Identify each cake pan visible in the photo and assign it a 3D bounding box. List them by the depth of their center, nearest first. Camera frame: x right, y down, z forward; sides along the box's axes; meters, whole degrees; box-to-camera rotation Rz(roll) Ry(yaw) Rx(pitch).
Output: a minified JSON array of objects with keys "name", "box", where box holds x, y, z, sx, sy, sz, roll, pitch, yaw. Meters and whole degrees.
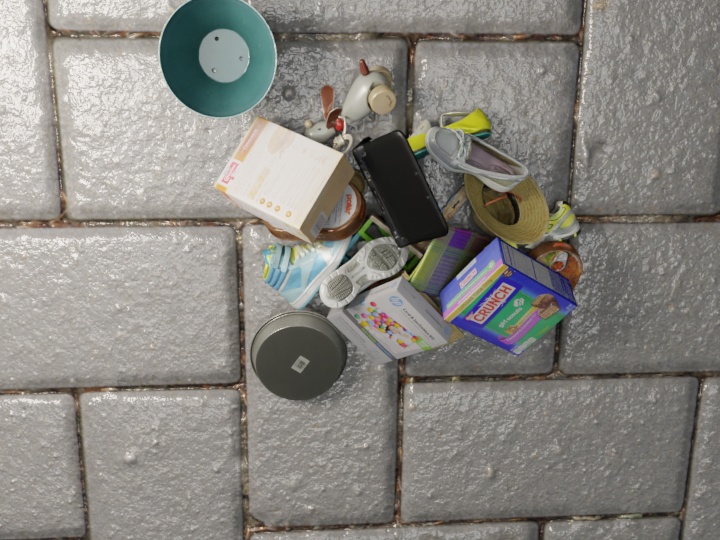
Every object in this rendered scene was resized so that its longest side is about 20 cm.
[{"name":"cake pan","box":[-0.122,0.175,1.610,0.196,0.037,0.203,-2,117,-3]}]

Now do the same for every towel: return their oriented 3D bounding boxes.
[{"name":"towel","box":[0.171,-0.015,1.551,0.199,0.023,0.145,10,112,-51]}]

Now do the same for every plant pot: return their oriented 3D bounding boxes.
[{"name":"plant pot","box":[-0.243,-0.374,1.419,0.196,0.135,0.204,-1,106,-5]}]

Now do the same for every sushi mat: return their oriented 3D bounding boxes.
[{"name":"sushi mat","box":[0.113,0.081,1.594,0.095,0.012,0.200,-24,122,35]}]

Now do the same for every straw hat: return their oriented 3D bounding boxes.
[{"name":"straw hat","box":[0.257,-0.119,1.549,0.199,0.203,0.085,29,142,-12]}]

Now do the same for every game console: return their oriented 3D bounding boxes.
[{"name":"game console","box":[0.080,-0.156,1.470,0.115,0.176,0.202,-22,103,18]}]

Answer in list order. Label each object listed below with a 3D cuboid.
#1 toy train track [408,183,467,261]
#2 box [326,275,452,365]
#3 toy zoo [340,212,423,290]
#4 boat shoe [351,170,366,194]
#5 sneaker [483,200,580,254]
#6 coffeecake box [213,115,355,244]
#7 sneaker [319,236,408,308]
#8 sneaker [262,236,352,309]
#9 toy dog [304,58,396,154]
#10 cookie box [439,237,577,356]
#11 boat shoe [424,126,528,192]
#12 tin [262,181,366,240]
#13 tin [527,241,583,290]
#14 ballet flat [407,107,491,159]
[{"name":"toy train track","box":[0.160,-0.095,1.584,0.114,0.033,0.201,37,98,-13]},{"name":"box","box":[0.055,0.101,1.554,0.198,0.041,0.156,-23,121,42]},{"name":"toy zoo","box":[0.012,0.003,1.591,0.130,0.021,0.201,35,108,-11]},{"name":"boat shoe","box":[-0.077,-0.122,1.539,0.198,0.063,0.074,-26,106,2]},{"name":"sneaker","box":[0.328,-0.075,1.592,0.197,0.075,0.078,-20,94,-8]},{"name":"coffeecake box","box":[-0.136,-0.163,1.444,0.198,0.073,0.155,27,80,24]},{"name":"sneaker","box":[0.000,0.000,1.541,0.198,0.099,0.079,-30,93,-14]},{"name":"sneaker","box":[-0.110,-0.034,1.548,0.130,0.080,0.201,33,99,-19]},{"name":"toy dog","box":[-0.026,-0.308,1.472,0.200,0.132,0.096,-44,127,-2]},{"name":"cookie box","box":[0.277,0.055,1.535,0.198,0.076,0.171,26,126,-26]},{"name":"boat shoe","box":[0.210,-0.207,1.469,0.200,0.065,0.075,27,67,-16]},{"name":"tin","box":[-0.088,-0.112,1.479,0.196,0.042,0.114,0,73,17]},{"name":"tin","box":[0.359,0.025,1.591,0.110,0.042,0.202,4,132,-14]},{"name":"ballet flat","box":[0.148,-0.257,1.531,0.197,0.067,0.068,-18,85,-3]}]
